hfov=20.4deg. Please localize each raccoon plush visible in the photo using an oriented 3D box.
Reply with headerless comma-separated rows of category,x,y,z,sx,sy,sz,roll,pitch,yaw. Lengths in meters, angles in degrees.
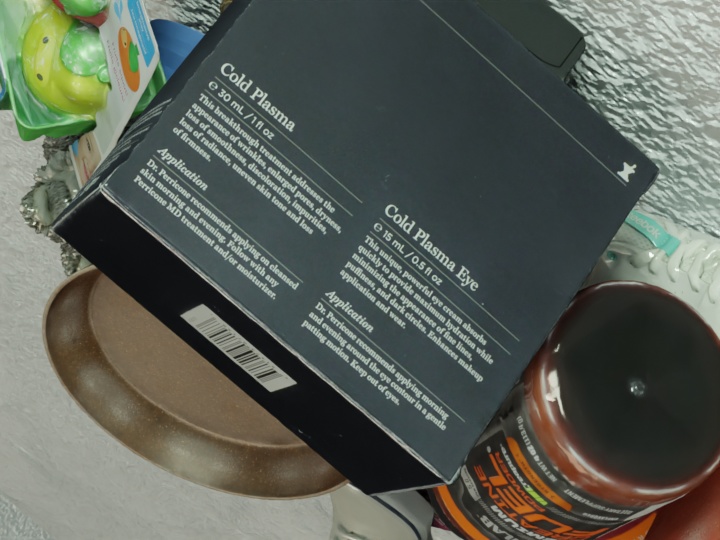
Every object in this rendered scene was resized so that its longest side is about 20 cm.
raccoon plush,-0.193,-0.063,1.329,0.097,0.134,0.200,44,159,-22

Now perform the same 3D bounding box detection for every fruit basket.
fruit basket,-0.155,-0.155,1.049,0.200,0.093,0.187,127,128,-70

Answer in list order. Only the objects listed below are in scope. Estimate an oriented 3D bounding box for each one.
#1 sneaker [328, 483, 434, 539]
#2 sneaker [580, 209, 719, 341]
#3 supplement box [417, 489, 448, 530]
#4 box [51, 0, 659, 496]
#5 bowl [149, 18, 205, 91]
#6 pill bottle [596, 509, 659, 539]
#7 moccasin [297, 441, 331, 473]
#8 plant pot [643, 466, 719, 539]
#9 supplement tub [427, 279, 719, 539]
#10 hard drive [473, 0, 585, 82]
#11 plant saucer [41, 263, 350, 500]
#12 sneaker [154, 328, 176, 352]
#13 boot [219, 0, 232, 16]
sneaker,0.008,0.181,1.323,0.073,0.071,0.200,26,159,25
sneaker,0.160,0.005,0.991,0.089,0.075,0.200,55,158,-13
supplement box,0.039,0.096,1.336,0.131,0.103,0.199,46,159,-25
box,-0.001,-0.031,0.907,0.200,0.183,0.104,41,160,-10
bowl,-0.053,-0.069,1.166,0.200,0.040,0.201,35,171,6
pill bottle,0.151,0.110,1.169,0.200,0.110,0.109,46,159,-22
moccasin,-0.013,0.088,1.203,0.073,0.078,0.201,2,158,-46
plant pot,0.225,0.156,1.015,0.200,0.196,0.201,33,160,14
supplement tub,0.098,0.083,0.992,0.107,0.107,0.200,38,154,-2
hard drive,0.024,-0.110,1.008,0.139,0.033,0.200,37,161,0
plant saucer,-0.081,0.054,1.120,0.199,0.035,0.201,14,140,13
sneaker,-0.049,0.015,1.220,0.199,0.087,0.074,10,-127,-60
boot,-0.009,-0.051,1.002,0.199,0.097,0.075,37,160,-2
